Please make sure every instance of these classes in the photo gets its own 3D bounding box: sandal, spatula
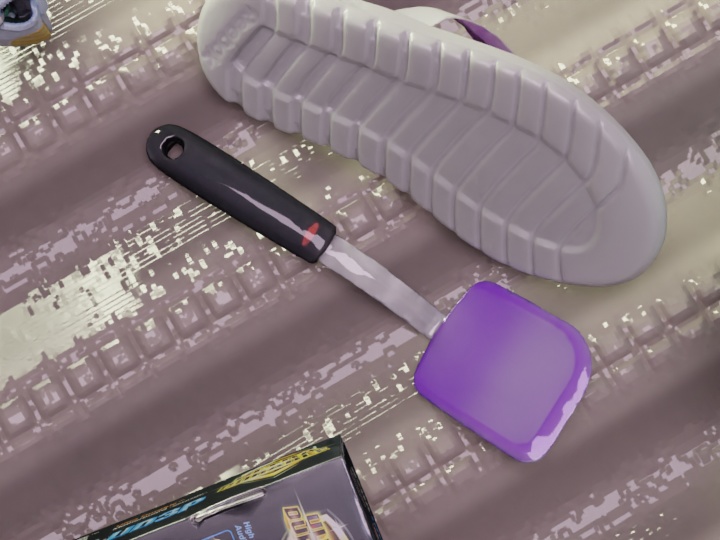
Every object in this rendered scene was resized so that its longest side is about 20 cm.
[{"bbox_3d":[0.034,-0.067,1.027,0.202,0.083,0.050,29,37,4],"label":"sandal"},{"bbox_3d":[0.000,0.000,1.030,0.199,0.021,0.057,34,82,4],"label":"spatula"}]

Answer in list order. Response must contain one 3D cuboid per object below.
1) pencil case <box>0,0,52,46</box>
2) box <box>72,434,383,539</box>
[{"bbox_3d":[-0.217,-0.097,1.005,0.199,0.083,0.091,-19,59,-5],"label":"pencil case"},{"bbox_3d":[-0.043,0.180,0.918,0.158,0.046,0.201,-22,95,2],"label":"box"}]
